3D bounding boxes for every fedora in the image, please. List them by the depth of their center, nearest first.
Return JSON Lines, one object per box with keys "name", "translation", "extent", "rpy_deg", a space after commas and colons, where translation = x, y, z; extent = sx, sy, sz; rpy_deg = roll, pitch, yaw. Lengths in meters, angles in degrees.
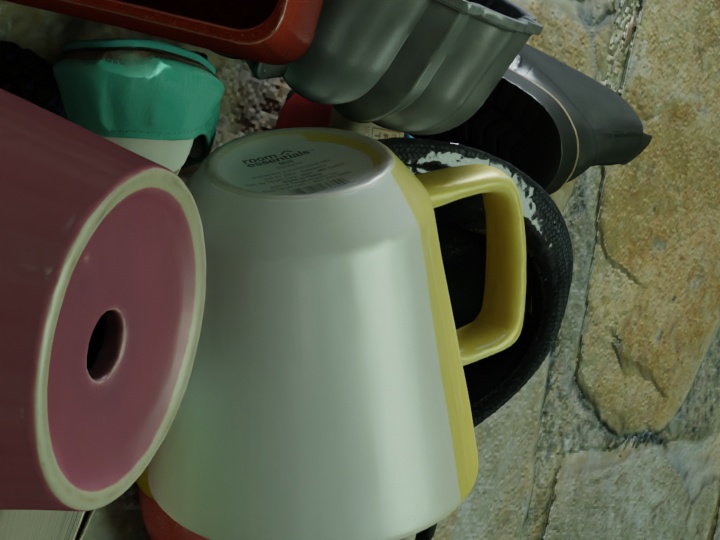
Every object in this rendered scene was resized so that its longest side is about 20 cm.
{"name": "fedora", "translation": [0.000, 0.000, 1.431], "extent": [0.200, 0.092, 0.201], "rpy_deg": [-11, 124, -17]}

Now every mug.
{"name": "mug", "translation": [-0.019, 0.015, 1.308], "extent": [0.187, 0.149, 0.153], "rpy_deg": [-54, 146, -60]}

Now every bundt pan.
{"name": "bundt pan", "translation": [-0.022, -0.125, 1.354], "extent": [0.076, 0.202, 0.202], "rpy_deg": [-63, 160, 9]}

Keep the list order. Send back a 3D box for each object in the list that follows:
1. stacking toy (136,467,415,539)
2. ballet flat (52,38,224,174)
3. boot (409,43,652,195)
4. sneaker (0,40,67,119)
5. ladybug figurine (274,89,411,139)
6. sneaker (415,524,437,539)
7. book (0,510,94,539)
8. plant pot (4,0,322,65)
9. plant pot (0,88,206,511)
{"name": "stacking toy", "translation": [-0.073, 0.091, 1.468], "extent": [0.200, 0.146, 0.146], "rpy_deg": [55, 49, -38]}
{"name": "ballet flat", "translation": [-0.090, -0.061, 1.242], "extent": [0.200, 0.067, 0.071], "rpy_deg": [-47, 141, -86]}
{"name": "boot", "translation": [0.050, -0.109, 1.520], "extent": [0.078, 0.200, 0.138], "rpy_deg": [-51, 163, 23]}
{"name": "sneaker", "translation": [-0.156, 0.009, 1.247], "extent": [0.085, 0.077, 0.200], "rpy_deg": [38, 67, -71]}
{"name": "ladybug figurine", "translation": [0.008, -0.070, 1.602], "extent": [0.200, 0.072, 0.136], "rpy_deg": [1, 102, -69]}
{"name": "sneaker", "translation": [0.022, 0.067, 1.715], "extent": [0.200, 0.076, 0.116], "rpy_deg": [79, 29, -44]}
{"name": "book", "translation": [-0.133, 0.092, 1.286], "extent": [0.200, 0.048, 0.134], "rpy_deg": [-122, -128, -87]}
{"name": "plant pot", "translation": [-0.084, -0.181, 1.177], "extent": [0.176, 0.199, 0.200], "rpy_deg": [47, 58, -75]}
{"name": "plant pot", "translation": [-0.164, 0.007, 1.083], "extent": [0.200, 0.179, 0.200], "rpy_deg": [13, 90, -69]}
